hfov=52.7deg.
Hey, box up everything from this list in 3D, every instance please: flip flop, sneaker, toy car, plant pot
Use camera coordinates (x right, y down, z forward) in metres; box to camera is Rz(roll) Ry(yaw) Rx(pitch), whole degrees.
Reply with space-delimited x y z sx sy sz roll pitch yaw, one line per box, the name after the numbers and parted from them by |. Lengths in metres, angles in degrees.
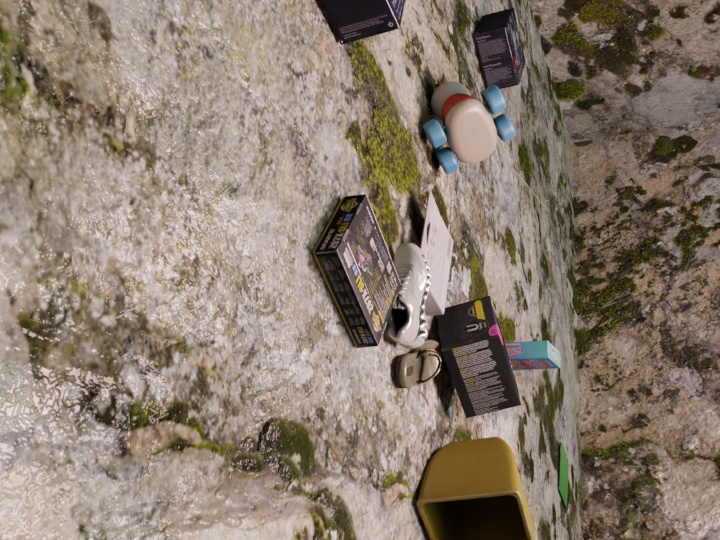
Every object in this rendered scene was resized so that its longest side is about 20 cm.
0.123 0.182 1.406 0.200 0.057 0.081 -6 90 -66 | flip flop
0.084 0.042 1.347 0.081 0.075 0.201 20 65 -53 | sneaker
0.228 -0.365 1.695 0.177 0.184 0.200 54 9 -47 | toy car
0.237 0.446 1.447 0.200 0.194 0.196 -71 146 -59 | plant pot

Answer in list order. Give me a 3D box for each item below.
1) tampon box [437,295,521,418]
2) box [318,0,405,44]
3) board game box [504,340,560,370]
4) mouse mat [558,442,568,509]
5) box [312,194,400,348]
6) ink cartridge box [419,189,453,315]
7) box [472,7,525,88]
0.254 0.186 1.566 0.150 0.126 0.200 -89 161 -58 | tampon box
-0.007 -0.532 1.222 0.198 0.123 0.200 53 38 -46 | box
0.377 0.212 1.784 0.152 0.199 0.045 33 55 -59 | board game box
0.759 0.767 2.714 0.200 0.008 0.161 -74 148 -42 | mouse mat
0.000 0.000 1.194 0.200 0.049 0.160 67 32 -33 | box
0.142 -0.036 1.516 0.176 0.045 0.200 59 34 -44 | ink cartridge box
0.430 -0.680 2.234 0.182 0.104 0.200 67 29 -29 | box
